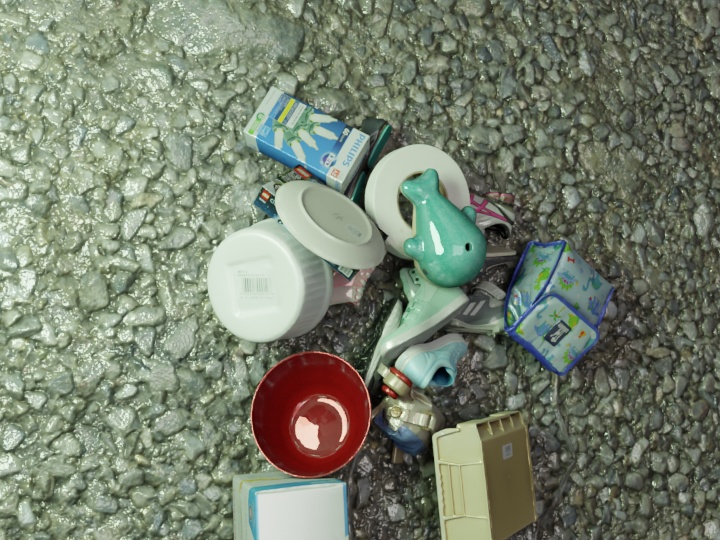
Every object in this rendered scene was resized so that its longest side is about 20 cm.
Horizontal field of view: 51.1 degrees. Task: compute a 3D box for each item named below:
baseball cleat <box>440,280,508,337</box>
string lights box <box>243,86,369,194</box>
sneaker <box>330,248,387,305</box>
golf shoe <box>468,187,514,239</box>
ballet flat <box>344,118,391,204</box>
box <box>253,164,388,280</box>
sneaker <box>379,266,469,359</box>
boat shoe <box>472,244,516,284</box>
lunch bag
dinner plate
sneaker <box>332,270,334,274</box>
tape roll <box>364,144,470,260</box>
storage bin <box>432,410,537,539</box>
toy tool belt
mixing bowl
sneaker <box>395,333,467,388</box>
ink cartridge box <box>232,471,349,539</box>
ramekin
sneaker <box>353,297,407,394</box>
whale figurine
[{"bbox_3d":[0.198,0.070,1.413,0.197,0.070,0.108,10,66,-22],"label":"baseball cleat"},{"bbox_3d":[-0.093,-0.226,1.318,0.198,0.059,0.104,28,74,8],"label":"string lights box"},{"bbox_3d":[0.000,0.000,1.341,0.197,0.075,0.106,-24,86,-12],"label":"sneaker"},{"bbox_3d":[0.206,-0.107,1.426,0.196,0.072,0.094,4,81,-18],"label":"golf shoe"},{"bbox_3d":[-0.010,-0.190,1.375,0.072,0.073,0.203,26,81,-13],"label":"ballet flat"},{"bbox_3d":[-0.061,-0.083,1.228,0.199,0.038,0.137,38,31,3],"label":"box"},{"bbox_3d":[0.083,0.065,1.312,0.199,0.074,0.118,-32,71,-29],"label":"sneaker"},{"bbox_3d":[0.202,-0.007,1.423,0.196,0.073,0.064,-8,105,-17],"label":"boat shoe"},{"bbox_3d":[0.363,0.070,1.413,0.169,0.127,0.202,37,73,-25],"label":"lunch bag"},{"bbox_3d":[-0.042,-0.080,1.185,0.198,0.024,0.202,25,34,-18],"label":"dinner plate"},{"bbox_3d":[-0.111,-0.065,1.280,0.199,0.072,0.083,36,60,20],"label":"sneaker"},{"bbox_3d":[0.102,-0.118,1.327,0.199,0.037,0.207,0,90,-26],"label":"tape roll"},{"bbox_3d":[0.218,0.356,1.305,0.199,0.092,0.203,4,79,-55],"label":"storage bin"},{"bbox_3d":[0.064,0.257,1.285,0.123,0.124,0.200,-51,142,-9],"label":"toy tool belt"},{"bbox_3d":[-0.074,0.247,1.249,0.196,0.109,0.204,-3,67,6],"label":"mixing bowl"},{"bbox_3d":[0.141,0.170,1.328,0.198,0.074,0.082,-11,51,-50],"label":"sneaker"},{"bbox_3d":[-0.114,0.401,1.183,0.143,0.200,0.150,0,83,-20],"label":"ink cartridge box"},{"bbox_3d":[-0.151,0.020,1.221,0.197,0.097,0.205,3,99,22],"label":"ramekin"},{"bbox_3d":[0.044,0.151,1.339,0.079,0.074,0.202,33,74,-17],"label":"sneaker"},{"bbox_3d":[0.141,-0.070,1.268,0.157,0.103,0.203,-26,100,-23],"label":"whale figurine"}]
